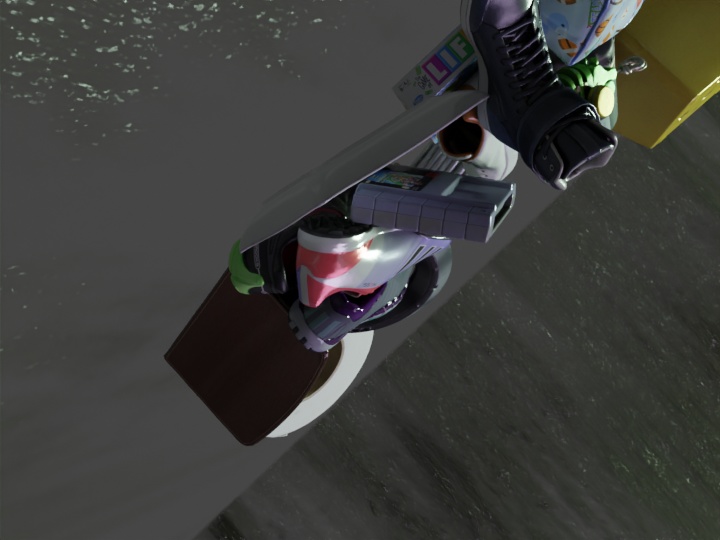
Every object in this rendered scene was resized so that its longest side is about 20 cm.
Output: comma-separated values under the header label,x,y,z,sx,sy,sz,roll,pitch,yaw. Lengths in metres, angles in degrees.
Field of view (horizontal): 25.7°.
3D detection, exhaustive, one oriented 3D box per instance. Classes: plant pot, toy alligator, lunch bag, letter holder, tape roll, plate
label,x,y,z,sx,sy,sz,roll,pitch,yaw
plant pot,0.334,-0.261,1.791,0.200,0.177,0.200,-39,171,-21
toy alligator,0.209,-0.175,1.488,0.059,0.054,0.200,8,-142,41
lunch bag,0.234,-0.289,1.447,0.160,0.075,0.200,-41,165,-41
letter holder,-0.088,0.069,1.606,0.100,0.142,0.200,-35,169,-43
tape roll,-0.070,0.107,1.859,0.202,0.037,0.203,-32,146,-26
plate,-0.005,-0.093,1.390,0.200,0.032,0.199,-34,-177,-27

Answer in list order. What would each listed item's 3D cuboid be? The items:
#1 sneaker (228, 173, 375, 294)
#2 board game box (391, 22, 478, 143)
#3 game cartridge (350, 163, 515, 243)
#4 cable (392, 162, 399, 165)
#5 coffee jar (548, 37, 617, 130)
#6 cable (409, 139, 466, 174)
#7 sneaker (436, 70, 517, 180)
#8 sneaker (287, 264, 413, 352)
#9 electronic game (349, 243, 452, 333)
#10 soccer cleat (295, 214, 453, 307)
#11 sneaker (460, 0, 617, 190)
label,x,y,z,sx,sy,sz,roll,pitch,yaw
sneaker,-0.035,-0.028,1.502,0.200,0.084,0.077,-39,129,-36
board game box,0.101,-0.193,1.523,0.134,0.034,0.200,-43,172,3
game cartridge,0.069,-0.066,1.453,0.200,0.129,0.039,-45,147,-74
cable,0.027,-0.014,1.744,0.050,0.097,0.201,1,121,-17
coffee jar,0.220,-0.215,1.631,0.085,0.105,0.200,-9,161,7
cable,0.127,-0.140,1.784,0.200,0.069,0.200,-45,172,-30
sneaker,0.104,-0.129,1.523,0.085,0.073,0.200,-37,160,-15
sneaker,0.015,0.008,1.519,0.087,0.074,0.200,-37,-174,42
electronic game,0.000,0.000,1.677,0.199,0.042,0.201,-8,140,-7
soccer cleat,0.012,-0.014,1.433,0.200,0.068,0.074,-9,114,-52
sneaker,0.154,-0.161,1.334,0.077,0.146,0.203,-29,139,-12
